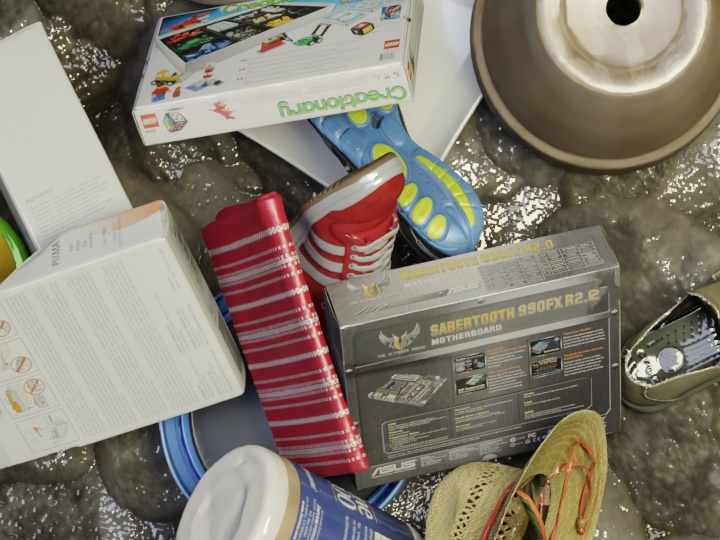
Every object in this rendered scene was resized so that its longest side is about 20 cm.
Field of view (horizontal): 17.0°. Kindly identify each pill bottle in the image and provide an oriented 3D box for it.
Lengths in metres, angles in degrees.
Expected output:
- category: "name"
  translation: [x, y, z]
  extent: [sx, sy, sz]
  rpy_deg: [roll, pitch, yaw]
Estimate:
- category: "pill bottle"
  translation: [-0.022, 0.209, 1.676]
  extent: [0.200, 0.111, 0.111]
  rpy_deg: [31, 92, -30]

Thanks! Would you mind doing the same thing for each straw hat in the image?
- category: "straw hat"
  translation: [0.092, 0.178, 1.671]
  extent: [0.085, 0.201, 0.202]
  rpy_deg: [17, 89, 25]

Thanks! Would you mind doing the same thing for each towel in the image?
- category: "towel"
  translation: [-0.052, 0.047, 1.677]
  extent: [0.022, 0.145, 0.201]
  rpy_deg: [-19, 91, -21]

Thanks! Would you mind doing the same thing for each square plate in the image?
- category: "square plate"
  translation: [0.001, -0.161, 1.786]
  extent: [0.200, 0.028, 0.199]
  rpy_deg: [33, 92, 12]

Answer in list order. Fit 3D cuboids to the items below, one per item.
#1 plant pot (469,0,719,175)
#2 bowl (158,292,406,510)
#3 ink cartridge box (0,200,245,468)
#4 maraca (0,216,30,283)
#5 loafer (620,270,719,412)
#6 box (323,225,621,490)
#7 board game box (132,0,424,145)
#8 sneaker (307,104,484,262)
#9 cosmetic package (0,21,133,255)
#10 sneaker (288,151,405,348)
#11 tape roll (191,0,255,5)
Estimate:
- category: "plant pot"
  translation: [0.176, -0.172, 1.665]
  extent: [0.199, 0.174, 0.201]
  rpy_deg: [0, 88, 1]
- category: "bowl"
  translation: [-0.049, 0.102, 1.769]
  extent: [0.199, 0.039, 0.202]
  rpy_deg: [-1, 85, 11]
- category: "ink cartridge box"
  translation: [-0.200, 0.049, 1.709]
  extent: [0.199, 0.163, 0.050]
  rpy_deg: [-16, 40, 10]
- category: "maraca"
  translation: [-0.309, 0.041, 1.795]
  extent: [0.137, 0.107, 0.201]
  rpy_deg: [35, 113, 24]
- category: "loafer"
  translation: [0.265, 0.037, 1.696]
  extent: [0.200, 0.070, 0.075]
  rpy_deg: [-34, 80, 7]
- category: "box"
  translation: [0.080, 0.062, 1.666]
  extent: [0.199, 0.159, 0.048]
  rpy_deg: [-13, 41, -7]
- category: "board game box"
  translation: [-0.056, -0.152, 1.724]
  extent: [0.199, 0.127, 0.035]
  rpy_deg: [-9, 126, 13]
- category: "sneaker"
  translation: [0.015, -0.075, 1.724]
  extent: [0.071, 0.083, 0.200]
  rpy_deg: [-27, 64, -21]
- category: "cosmetic package"
  translation: [-0.224, -0.068, 1.774]
  extent: [0.081, 0.113, 0.201]
  rpy_deg: [-24, 82, -8]
- category: "sneaker"
  translation: [0.000, 0.000, 1.666]
  extent: [0.071, 0.200, 0.113]
  rpy_deg: [-27, 82, -29]
- category: "tape roll"
  translation: [-0.113, -0.308, 1.749]
  extent: [0.202, 0.139, 0.204]
  rpy_deg: [-4, 77, 18]
